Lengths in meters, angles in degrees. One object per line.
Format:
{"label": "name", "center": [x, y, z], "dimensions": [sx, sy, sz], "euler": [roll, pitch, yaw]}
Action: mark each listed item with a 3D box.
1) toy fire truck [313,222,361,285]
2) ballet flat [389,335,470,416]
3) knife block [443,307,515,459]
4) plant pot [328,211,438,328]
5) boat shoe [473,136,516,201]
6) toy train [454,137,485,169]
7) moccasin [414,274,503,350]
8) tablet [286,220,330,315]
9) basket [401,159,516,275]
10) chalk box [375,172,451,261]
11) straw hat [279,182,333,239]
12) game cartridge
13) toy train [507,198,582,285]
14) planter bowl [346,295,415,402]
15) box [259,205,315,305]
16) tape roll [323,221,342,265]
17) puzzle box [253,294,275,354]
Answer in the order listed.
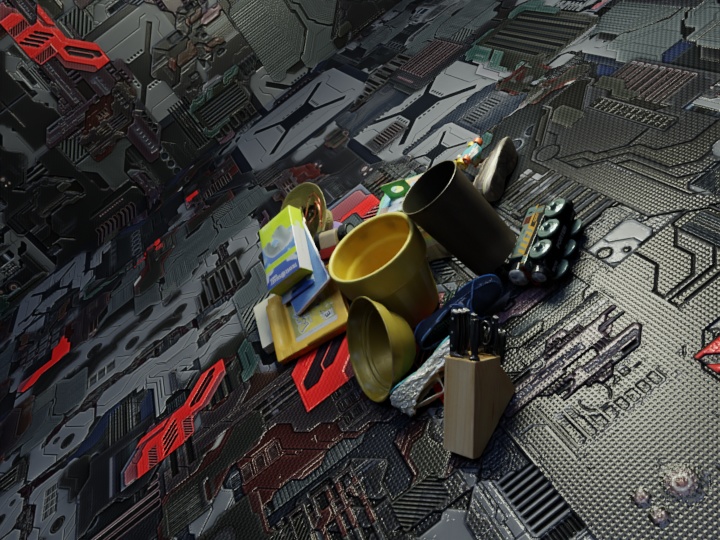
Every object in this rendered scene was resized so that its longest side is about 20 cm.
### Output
{"label": "toy fire truck", "center": [0.000, 0.000, 1.527], "dimensions": [0.128, 0.175, 0.203], "euler": [-14, 80, 34]}
{"label": "ballet flat", "center": [0.141, 0.187, 1.201], "dimensions": [0.200, 0.072, 0.072], "euler": [-42, 31, -4]}
{"label": "knife block", "center": [0.171, 0.170, 1.068], "dimensions": [0.064, 0.176, 0.201], "euler": [4, 49, 48]}
{"label": "plant pot", "center": [0.064, 0.016, 1.369], "dimensions": [0.199, 0.189, 0.202], "euler": [-25, 32, 17]}
{"label": "boat shoe", "center": [0.310, -0.242, 1.575], "dimensions": [0.073, 0.075, 0.201], "euler": [-5, 42, 41]}
{"label": "toy train", "center": [0.238, -0.227, 1.622], "dimensions": [0.200, 0.055, 0.151], "euler": [-46, 13, 31]}
{"label": "moccasin", "center": [0.192, 0.091, 1.259], "dimensions": [0.200, 0.080, 0.068], "euler": [-43, 14, 15]}
{"label": "tablet", "center": [-0.141, -0.009, 1.568], "dimensions": [0.130, 0.014, 0.201], "euler": [-47, 49, 24]}
{"label": "basket", "center": [0.198, -0.096, 1.299], "dimensions": [0.136, 0.200, 0.180], "euler": [-47, 18, 4]}
{"label": "chalk box", "center": [0.121, -0.130, 1.493], "dimensions": [0.123, 0.201, 0.124], "euler": [-13, 38, 34]}
{"label": "straw hat", "center": [-0.113, -0.115, 1.641], "dimensions": [0.200, 0.084, 0.204], "euler": [-4, 85, 48]}
{"label": "game cartridge", "center": [-0.123, 0.099, 1.545], "dimensions": [0.199, 0.032, 0.178], "euler": [-29, 53, 12]}
{"label": "toy train", "center": [0.351, -0.054, 1.283], "dimensions": [0.113, 0.085, 0.201], "euler": [-18, 36, 51]}
{"label": "planter bowl", "center": [0.050, 0.144, 1.274], "dimensions": [0.083, 0.203, 0.200], "euler": [-7, 21, -24]}
{"label": "box", "center": [-0.176, -0.036, 1.569], "dimensions": [0.122, 0.047, 0.202], "euler": [-35, 53, 32]}
{"label": "tape roll", "center": [-0.109, -0.031, 1.685], "dimensions": [0.198, 0.085, 0.201], "euler": [-20, 31, 12]}
{"label": "puzzle box", "center": [-0.198, 0.113, 1.664], "dimensions": [0.132, 0.026, 0.200], "euler": [-34, 31, 3]}
